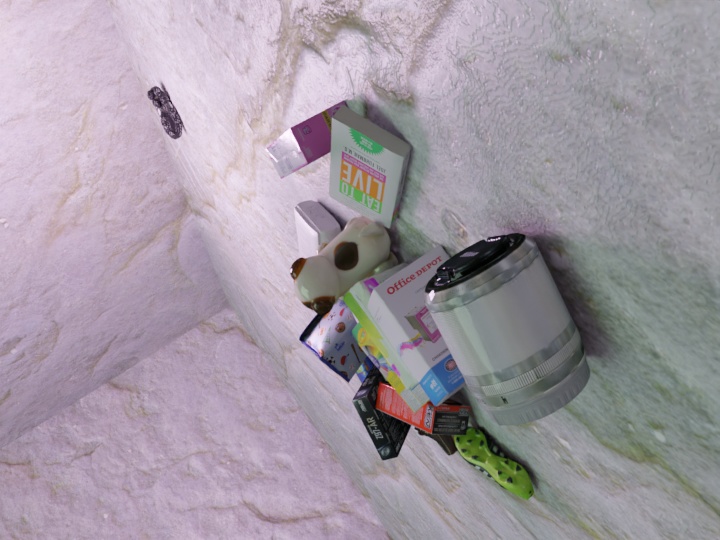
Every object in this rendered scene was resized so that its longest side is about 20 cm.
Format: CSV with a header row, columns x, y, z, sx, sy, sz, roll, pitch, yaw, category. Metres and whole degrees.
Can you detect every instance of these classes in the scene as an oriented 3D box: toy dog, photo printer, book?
x,y,z,sx,sy,sz,roll,pitch,yaw,category
-0.033,-0.001,1.171,0.141,0.198,0.194,56,170,0,toy dog
-0.092,-0.037,1.436,0.166,0.068,0.205,-134,34,-53,photo printer
0.013,-0.166,1.038,0.132,0.048,0.202,32,154,13,book

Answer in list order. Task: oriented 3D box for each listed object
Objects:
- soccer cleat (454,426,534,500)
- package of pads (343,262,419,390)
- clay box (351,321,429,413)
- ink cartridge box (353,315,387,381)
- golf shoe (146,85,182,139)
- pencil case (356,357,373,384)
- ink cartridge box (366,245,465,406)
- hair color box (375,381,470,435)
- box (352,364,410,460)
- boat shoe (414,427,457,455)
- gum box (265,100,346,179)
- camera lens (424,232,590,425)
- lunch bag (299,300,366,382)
x,y,z,sx,sy,sz,roll,pitch,yaw,category
0.257,0.378,1.222,0.199,0.067,0.082,31,160,54,soccer cleat
0.083,0.091,1.109,0.202,0.153,0.068,53,130,15,package of pads
0.077,0.158,1.188,0.201,0.047,0.115,51,136,12,clay box
0.070,0.140,1.319,0.204,0.083,0.145,64,161,-13,ink cartridge box
-0.729,-0.598,2.359,0.095,0.076,0.204,-122,10,-72,golf shoe
0.029,0.260,1.612,0.203,0.077,0.087,57,141,10,pencil case
0.123,0.085,1.001,0.202,0.143,0.085,53,161,17,ink cartridge box
0.127,0.287,1.306,0.198,0.099,0.063,8,87,57,hair color box
0.063,0.313,1.458,0.043,0.200,0.163,-21,103,27,box
0.149,0.344,1.441,0.202,0.069,0.071,55,160,12,boat shoe
-0.094,-0.234,1.141,0.067,0.112,0.199,62,161,-11,gum box
0.184,0.068,0.794,0.204,0.158,0.159,61,161,-6,camera lens
-0.053,0.138,1.477,0.124,0.171,0.199,43,173,-25,lunch bag
